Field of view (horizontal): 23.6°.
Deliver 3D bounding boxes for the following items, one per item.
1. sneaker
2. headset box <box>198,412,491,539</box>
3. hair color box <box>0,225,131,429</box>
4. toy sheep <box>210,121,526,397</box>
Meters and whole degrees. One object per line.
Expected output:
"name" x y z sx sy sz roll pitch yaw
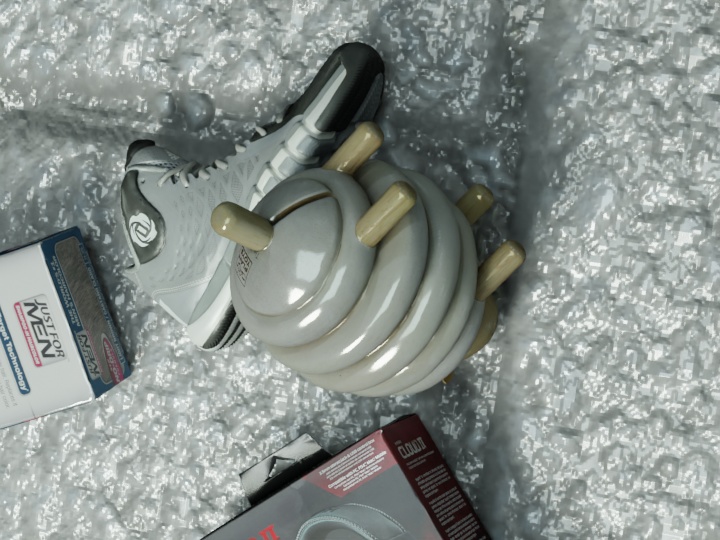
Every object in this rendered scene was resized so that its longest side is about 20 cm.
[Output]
"sneaker" -0.077 -0.062 0.987 0.115 0.075 0.200 35 103 17
"headset box" 0.003 0.188 0.964 0.149 0.077 0.200 -32 83 17
"hair color box" -0.250 0.052 1.047 0.200 0.061 0.100 -17 96 18
"toy sheep" 0.000 0.000 0.910 0.138 0.200 0.138 -27 49 37
